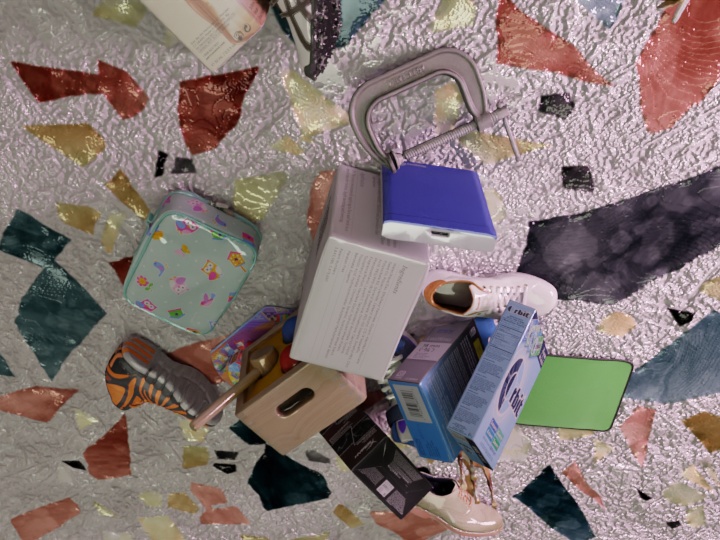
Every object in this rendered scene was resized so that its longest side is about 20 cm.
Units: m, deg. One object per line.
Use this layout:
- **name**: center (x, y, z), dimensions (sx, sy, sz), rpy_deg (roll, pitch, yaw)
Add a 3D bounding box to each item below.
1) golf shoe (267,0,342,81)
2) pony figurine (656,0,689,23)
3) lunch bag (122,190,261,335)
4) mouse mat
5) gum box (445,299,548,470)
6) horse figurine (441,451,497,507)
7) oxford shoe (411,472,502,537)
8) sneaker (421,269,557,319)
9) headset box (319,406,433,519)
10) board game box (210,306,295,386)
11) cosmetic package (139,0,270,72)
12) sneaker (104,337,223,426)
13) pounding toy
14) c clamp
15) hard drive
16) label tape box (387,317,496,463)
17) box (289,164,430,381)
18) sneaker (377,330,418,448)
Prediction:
- **golf shoe**: center (-0.075, -0.322, 0.925), dimensions (0.094, 0.078, 0.200), rpy_deg (10, 125, 17)
- **pony figurine**: center (0.406, -0.369, 0.831), dimensions (0.200, 0.167, 0.193), rpy_deg (-17, 132, -4)
- **lunch bag**: center (-0.242, -0.014, 1.133), dimensions (0.160, 0.077, 0.200), rpy_deg (27, 121, -14)
- **mouse mat**: center (0.329, 0.199, 1.300), dimensions (0.200, 0.008, 0.161), rpy_deg (5, 125, -2)
- **gum box**: center (0.199, 0.166, 1.133), dimensions (0.045, 0.200, 0.170), rpy_deg (21, 163, 28)
- **horse figurine**: center (0.169, 0.291, 1.263), dimensions (0.050, 0.133, 0.200), rpy_deg (-21, 141, 14)
- **oxford shoe**: center (0.171, 0.415, 1.420), dimensions (0.200, 0.071, 0.074), rpy_deg (20, 121, -11)
- **sneaker**: center (0.187, 0.045, 1.144), dimensions (0.200, 0.085, 0.073), rpy_deg (3, 106, -1)
- **headset box**: center (0.005, 0.276, 1.261), dimensions (0.077, 0.200, 0.149), rpy_deg (-42, 122, -7)
- **board game box**: center (-0.138, 0.150, 1.264), dimensions (0.200, 0.039, 0.158), rpy_deg (-38, 115, 25)
- **cosmetic package**: center (-0.203, -0.335, 0.894), dimensions (0.087, 0.103, 0.200), rpy_deg (-36, 118, 22)
- **sneaker**: center (-0.323, 0.198, 1.295), dimensions (0.200, 0.078, 0.112), rpy_deg (42, 121, -11)
- **pounding toy**: center (-0.115, 0.154, 1.141), dimensions (0.200, 0.184, 0.142), rpy_deg (-36, 116, 16)
- **c clamp**: center (0.092, -0.185, 1.004), dimensions (0.200, 0.027, 0.171), rpy_deg (-18, 111, 1)
- **hard drive**: center (0.091, -0.086, 0.993), dimensions (0.132, 0.200, 0.025), rpy_deg (8, 118, -3)
- **label tape box**: center (0.139, 0.163, 1.188), dimensions (0.063, 0.200, 0.144), rpy_deg (-1, 120, 42)
- **box**: center (0.000, 0.000, 1.057), dimensions (0.130, 0.199, 0.200), rpy_deg (15, 122, -7)
- **sneaker**: center (0.065, 0.186, 1.216), dimensions (0.080, 0.147, 0.200), rpy_deg (-23, 121, 17)
